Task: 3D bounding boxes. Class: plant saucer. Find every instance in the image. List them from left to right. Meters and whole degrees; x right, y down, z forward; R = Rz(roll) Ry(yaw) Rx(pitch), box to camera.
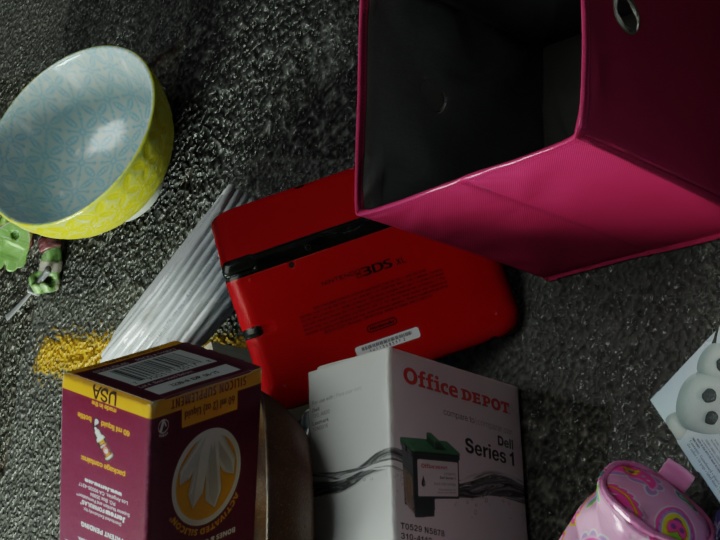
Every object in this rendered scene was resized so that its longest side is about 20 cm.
[{"bbox_3d":[-0.057,0.184,1.133,0.200,0.037,0.201,-179,90,-83],"label":"plant saucer"}]

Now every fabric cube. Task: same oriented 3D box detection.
[{"bbox_3d":[0.135,-0.123,1.095,0.200,0.199,0.196,-17,63,44],"label":"fabric cube"}]

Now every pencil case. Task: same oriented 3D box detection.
[{"bbox_3d":[0.147,0.212,1.025,0.087,0.087,0.200,53,126,44],"label":"pencil case"}]

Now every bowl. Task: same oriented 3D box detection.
[{"bbox_3d":[-0.252,-0.105,1.577,0.200,0.108,0.200,-15,55,23],"label":"bowl"}]

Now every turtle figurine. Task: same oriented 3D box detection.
[{"bbox_3d":[-0.379,-0.023,1.665,0.200,0.194,0.144,-28,93,3],"label":"turtle figurine"}]

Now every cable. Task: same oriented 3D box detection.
[{"bbox_3d":[-0.142,0.019,1.382,0.200,0.069,0.200,-49,5,29],"label":"cable"}]

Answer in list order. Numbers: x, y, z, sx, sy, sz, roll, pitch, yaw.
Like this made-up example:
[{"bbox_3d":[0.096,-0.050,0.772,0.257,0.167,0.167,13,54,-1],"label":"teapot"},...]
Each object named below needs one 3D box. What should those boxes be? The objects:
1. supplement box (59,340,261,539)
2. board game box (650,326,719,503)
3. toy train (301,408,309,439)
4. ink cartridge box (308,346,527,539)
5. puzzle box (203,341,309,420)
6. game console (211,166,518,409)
[{"bbox_3d":[-0.136,0.161,1.098,0.086,0.110,0.200,14,108,35],"label":"supplement box"},{"bbox_3d":[0.293,0.082,0.960,0.199,0.043,0.200,-52,44,24],"label":"board game box"},{"bbox_3d":[-0.013,0.198,1.234,0.114,0.087,0.200,-12,68,38],"label":"toy train"},{"bbox_3d":[0.042,0.167,1.132,0.084,0.146,0.200,-21,62,40],"label":"ink cartridge box"},{"bbox_3d":[-0.133,0.125,1.353,0.200,0.133,0.025,-35,55,34],"label":"puzzle box"},{"bbox_3d":[0.000,0.000,1.254,0.200,0.119,0.173,-19,85,-2],"label":"game console"}]
